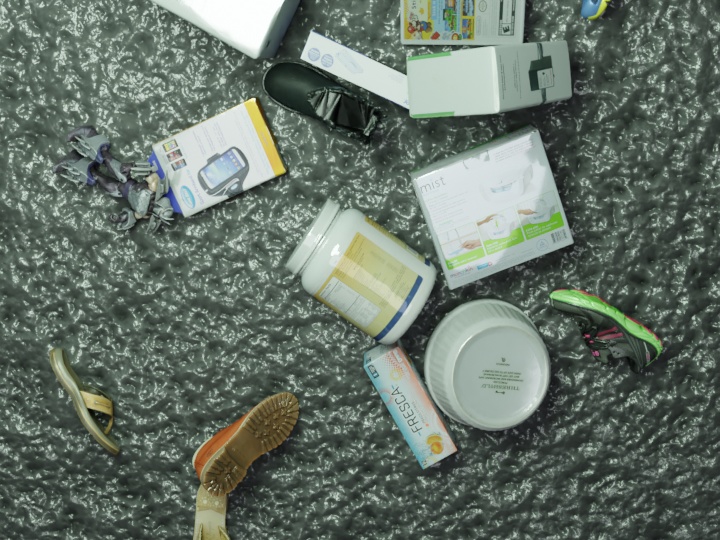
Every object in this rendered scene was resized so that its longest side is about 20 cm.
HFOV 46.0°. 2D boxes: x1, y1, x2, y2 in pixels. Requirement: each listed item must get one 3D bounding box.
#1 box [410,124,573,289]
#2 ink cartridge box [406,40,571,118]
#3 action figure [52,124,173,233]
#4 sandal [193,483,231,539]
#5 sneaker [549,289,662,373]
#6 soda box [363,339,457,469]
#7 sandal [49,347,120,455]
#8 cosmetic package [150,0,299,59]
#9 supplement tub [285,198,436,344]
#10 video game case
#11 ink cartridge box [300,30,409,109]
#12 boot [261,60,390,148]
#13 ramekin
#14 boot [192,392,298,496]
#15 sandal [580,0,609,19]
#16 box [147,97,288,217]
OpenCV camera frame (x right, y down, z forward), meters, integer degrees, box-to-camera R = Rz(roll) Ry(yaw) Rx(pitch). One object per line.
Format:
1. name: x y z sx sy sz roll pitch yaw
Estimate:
1. box: 0.193 -0.096 1.265 0.196 0.097 0.179 -21 102 6
2. ink cartridge box: 0.178 -0.261 1.155 0.145 0.198 0.085 4 106 41
3. action figure: -0.359 -0.129 1.271 0.198 0.069 0.131 34 120 7
4. sandal: -0.251 0.459 1.421 0.076 0.070 0.217 0 104 1
5. sneaker: 0.376 0.096 1.318 0.198 0.077 0.085 31 98 -5
6. soda box: 0.080 0.211 1.358 0.068 0.064 0.202 -28 100 7
7. sandal: -0.435 0.208 1.371 0.053 0.080 0.203 -28 98 -14
8. cosmetic package: -0.180 -0.411 1.163 0.197 0.165 0.167 28 103 -5
9. supplement tub: 0.000 0.000 1.268 0.198 0.145 0.146 35 102 -7
10. video game case: 0.144 -0.420 1.189 0.178 0.023 0.204 3 119 10
11. ink cartridge box: 0.014 -0.284 1.226 0.197 0.094 0.045 24 103 -4
12. boot: -0.054 -0.240 1.202 0.195 0.163 0.075 24 102 -5
13. ramekin: 0.202 0.151 1.308 0.198 0.094 0.207 -1 97 -9
14. boot: -0.190 0.265 1.373 0.199 0.107 0.076 -41 111 -18
15. sandal: 0.326 -0.458 1.192 0.085 0.079 0.205 6 95 3
16. box: -0.222 -0.167 1.288 0.197 0.042 0.121 -22 102 9
